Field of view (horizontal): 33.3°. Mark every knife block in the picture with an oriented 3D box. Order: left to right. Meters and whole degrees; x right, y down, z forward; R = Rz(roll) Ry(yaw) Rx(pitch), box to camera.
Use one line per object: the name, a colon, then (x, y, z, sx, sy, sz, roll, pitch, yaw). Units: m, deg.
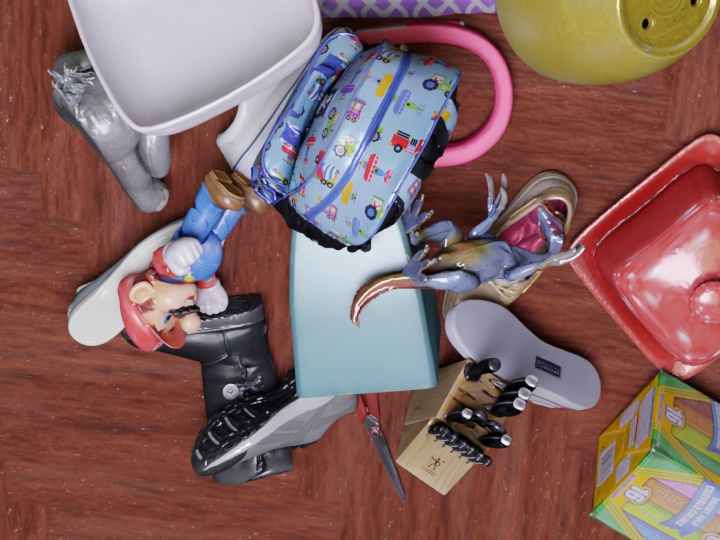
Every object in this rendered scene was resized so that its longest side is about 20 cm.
knife block: (0.112, 0.126, 1.195, 0.064, 0.200, 0.176, 34, 117, -7)

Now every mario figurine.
mario figurine: (-0.158, 0.005, 1.189, 0.123, 0.106, 0.201, 24, 112, -33)

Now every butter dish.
butter dish: (0.332, 0.008, 1.171, 0.200, 0.148, 0.200, -40, 100, 17)

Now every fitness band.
fitness band: (0.053, -0.174, 1.198, 0.197, 0.038, 0.146, -1, 111, 7)

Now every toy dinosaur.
toy dinosaur: (0.110, -0.021, 1.129, 0.199, 0.180, 0.106, -32, 60, 35)

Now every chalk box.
chalk box: (0.355, 0.223, 1.240, 0.198, 0.125, 0.124, 28, 128, -4)

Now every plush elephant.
plush elephant: (-0.211, -0.185, 1.162, 0.154, 0.200, 0.165, -40, 77, -11)

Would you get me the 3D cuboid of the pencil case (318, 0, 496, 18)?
pencil case: (0.042, -0.284, 1.136, 0.197, 0.084, 0.087, -1, 74, 4)

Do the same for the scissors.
scissors: (0.006, 0.168, 1.332, 0.072, 0.014, 0.203, -5, 109, 6)

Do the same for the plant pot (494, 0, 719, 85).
plant pot: (0.236, -0.250, 1.058, 0.197, 0.142, 0.203, -7, 112, -18)

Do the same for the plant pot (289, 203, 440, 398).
plant pot: (0.000, 0.000, 1.202, 0.139, 0.142, 0.203, -5, 110, 7)

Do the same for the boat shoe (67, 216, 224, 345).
boat shoe: (-0.228, -0.002, 1.266, 0.199, 0.062, 0.073, -38, 124, 11)

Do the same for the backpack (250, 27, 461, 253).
backpack: (-0.001, -0.113, 1.016, 0.134, 0.200, 0.184, 31, 85, -8)

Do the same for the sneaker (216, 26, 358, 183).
sneaker: (-0.079, -0.170, 1.176, 0.071, 0.073, 0.200, 47, 119, 7)

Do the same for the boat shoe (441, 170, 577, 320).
boat shoe: (0.148, -0.010, 1.224, 0.073, 0.069, 0.201, 31, 109, -5)

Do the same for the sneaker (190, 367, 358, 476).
sneaker: (-0.085, 0.164, 1.263, 0.199, 0.074, 0.080, -29, 119, -16)

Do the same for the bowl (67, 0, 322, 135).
bowl: (-0.139, -0.224, 1.046, 0.198, 0.075, 0.202, -28, 73, 4)

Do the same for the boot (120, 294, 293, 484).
boot: (-0.165, 0.136, 1.315, 0.162, 0.066, 0.203, -5, 113, 9)

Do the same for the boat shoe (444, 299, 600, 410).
boat shoe: (0.156, 0.096, 1.238, 0.199, 0.074, 0.065, 33, 150, -23)
